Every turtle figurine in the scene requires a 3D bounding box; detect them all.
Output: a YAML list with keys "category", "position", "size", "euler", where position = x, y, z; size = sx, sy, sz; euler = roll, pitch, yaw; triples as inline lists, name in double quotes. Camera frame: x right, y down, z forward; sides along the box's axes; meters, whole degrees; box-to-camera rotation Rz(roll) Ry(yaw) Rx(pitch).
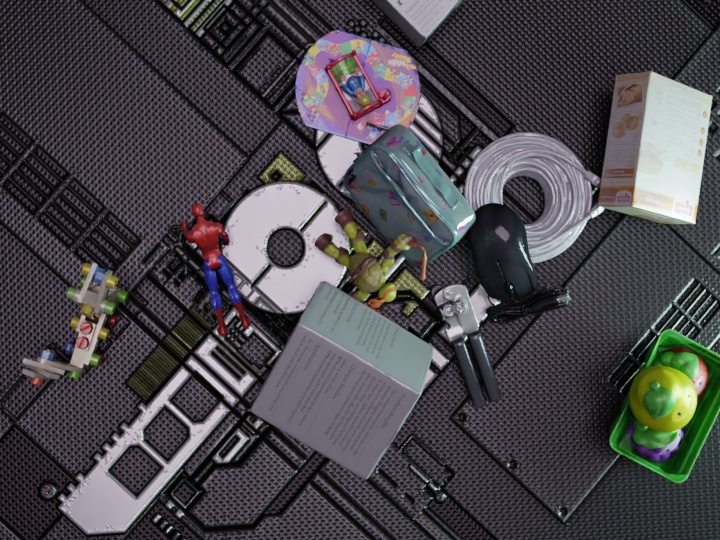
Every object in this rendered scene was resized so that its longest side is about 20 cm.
- category: "turtle figurine"
  position: [0.000, 0.000, 1.579]
  size: [0.162, 0.064, 0.201]
  euler: [48, 125, 17]

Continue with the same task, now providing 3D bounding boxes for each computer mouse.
- category: "computer mouse"
  position: [0.222, -0.005, 1.561]
  size: [0.137, 0.053, 0.202]
  euler: [-16, 114, 24]

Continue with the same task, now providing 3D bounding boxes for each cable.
- category: "cable"
  position: [0.256, -0.113, 1.614]
  size: [0.200, 0.069, 0.200]
  euler: [-44, 91, -2]

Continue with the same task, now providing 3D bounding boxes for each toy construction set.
- category: "toy construction set"
  position: [-0.411, 0.088, 1.539]
  size: [0.092, 0.131, 0.201]
  euler: [34, 87, -1]

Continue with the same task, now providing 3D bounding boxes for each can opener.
- category: "can opener"
  position: [0.165, 0.112, 1.611]
  size: [0.052, 0.066, 0.203]
  euler: [-21, 98, -2]

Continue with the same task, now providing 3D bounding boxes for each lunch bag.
- category: "lunch bag"
  position: [0.070, -0.112, 1.552]
  size: [0.200, 0.160, 0.077]
  euler: [49, 62, -4]

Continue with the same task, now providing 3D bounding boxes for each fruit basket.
- category: "fruit basket"
  position: [0.461, 0.198, 1.552]
  size: [0.154, 0.216, 0.218]
  euler: [27, 87, -2]

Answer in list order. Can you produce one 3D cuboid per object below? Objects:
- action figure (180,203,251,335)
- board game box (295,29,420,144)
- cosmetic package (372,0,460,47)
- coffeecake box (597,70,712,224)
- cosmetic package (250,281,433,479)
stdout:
- category: "action figure"
  position: [-0.224, -0.013, 1.593]
  size: [0.064, 0.099, 0.203]
  euler: [-17, 111, -6]
- category: "board game box"
  position: [-0.002, -0.286, 1.617]
  size: [0.197, 0.039, 0.160]
  euler: [16, 88, -3]
- category: "cosmetic package"
  position: [0.061, -0.458, 1.605]
  size: [0.200, 0.081, 0.113]
  euler: [43, 89, -2]
- category: "coffeecake box"
  position: [0.450, -0.183, 1.592]
  size: [0.152, 0.073, 0.203]
  euler: [10, 87, -35]
- category: "cosmetic package"
  position: [-0.024, 0.157, 1.518]
  size: [0.198, 0.167, 0.169]
  euler: [31, 112, -2]
